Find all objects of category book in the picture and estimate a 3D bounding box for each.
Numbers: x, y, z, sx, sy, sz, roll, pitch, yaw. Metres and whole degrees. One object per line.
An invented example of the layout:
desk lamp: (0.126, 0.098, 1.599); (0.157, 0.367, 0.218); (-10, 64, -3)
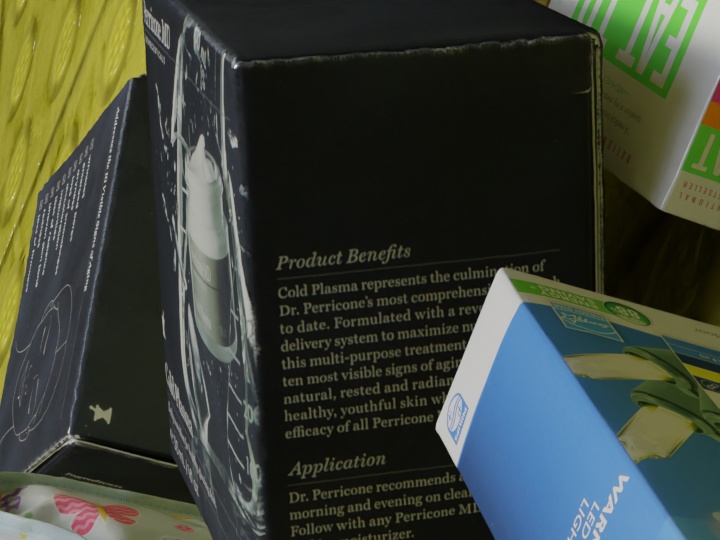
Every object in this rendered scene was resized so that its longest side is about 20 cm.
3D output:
book: (0.128, -0.127, 0.769); (0.134, 0.048, 0.201); (-127, 56, -66)

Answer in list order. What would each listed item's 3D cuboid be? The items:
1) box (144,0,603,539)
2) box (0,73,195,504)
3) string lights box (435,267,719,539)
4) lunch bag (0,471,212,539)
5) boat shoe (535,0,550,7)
box: (0.000, 0.000, 0.813); (0.200, 0.123, 0.198); (-134, 41, -70)
box: (-0.111, 0.030, 1.236); (0.197, 0.123, 0.201); (141, 140, -64)
string lights box: (0.097, 0.074, 0.606); (0.200, 0.102, 0.059); (-120, 47, -64)
lunch bag: (-0.120, 0.189, 1.022); (0.127, 0.199, 0.170); (-146, 72, -71)
boat shoe: (0.036, -0.112, 0.979); (0.072, 0.072, 0.201); (171, 112, -71)
